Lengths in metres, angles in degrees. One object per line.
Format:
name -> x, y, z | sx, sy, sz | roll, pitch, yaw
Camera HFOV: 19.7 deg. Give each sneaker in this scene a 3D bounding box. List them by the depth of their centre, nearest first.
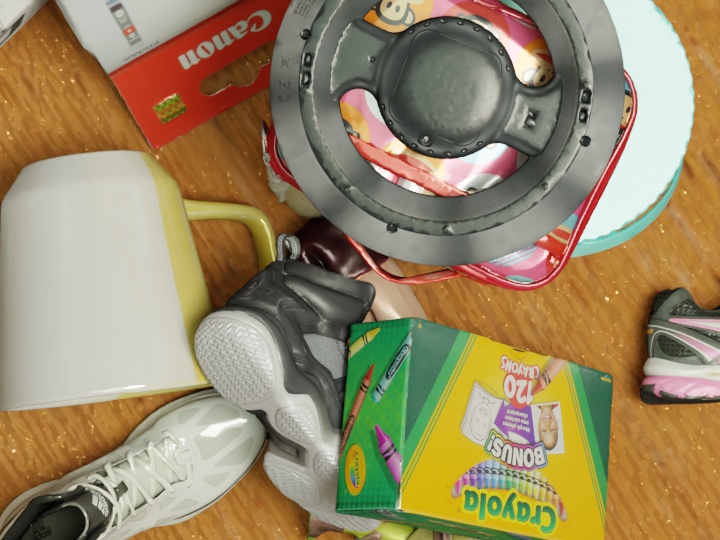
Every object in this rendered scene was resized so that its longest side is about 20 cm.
sneaker -> -0.021, 0.070, 1.312 | 0.114, 0.075, 0.200 | -57, 132, -32
sneaker -> -0.146, 0.147, 1.337 | 0.200, 0.115, 0.076 | -29, 95, -2
sneaker -> 0.286, 0.043, 1.385 | 0.199, 0.080, 0.087 | -1, 83, -10

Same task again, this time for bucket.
bucket -> 0.115, -0.105, 1.331 | 0.206, 0.135, 0.208 | 0, 94, -3

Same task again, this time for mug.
mug -> -0.157, 0.006, 1.336 | 0.149, 0.186, 0.154 | -10, 85, 29

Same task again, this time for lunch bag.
lunch bag -> 0.047, -0.077, 1.225 | 0.199, 0.082, 0.177 | 26, 95, -2

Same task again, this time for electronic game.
electronic game -> 0.048, -0.102, 1.160 | 0.199, 0.042, 0.201 | 0, 95, 4

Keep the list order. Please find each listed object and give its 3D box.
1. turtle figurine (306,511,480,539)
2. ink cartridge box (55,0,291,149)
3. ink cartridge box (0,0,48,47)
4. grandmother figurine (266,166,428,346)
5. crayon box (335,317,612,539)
turtle figurine -> 0.045, 0.202, 1.381 | 0.161, 0.064, 0.201 | 1, 94, -4
ink cartridge box -> -0.098, -0.171, 1.300 | 0.162, 0.050, 0.200 | -29, 131, -2
ink cartridge box -> -0.277, -0.175, 1.301 | 0.116, 0.067, 0.200 | 44, 70, -6
grandmother figurine -> 0.000, 0.000, 1.368 | 0.121, 0.061, 0.200 | -32, 98, -25
crayon box -> 0.076, 0.108, 1.314 | 0.200, 0.058, 0.119 | 17, 73, -43
